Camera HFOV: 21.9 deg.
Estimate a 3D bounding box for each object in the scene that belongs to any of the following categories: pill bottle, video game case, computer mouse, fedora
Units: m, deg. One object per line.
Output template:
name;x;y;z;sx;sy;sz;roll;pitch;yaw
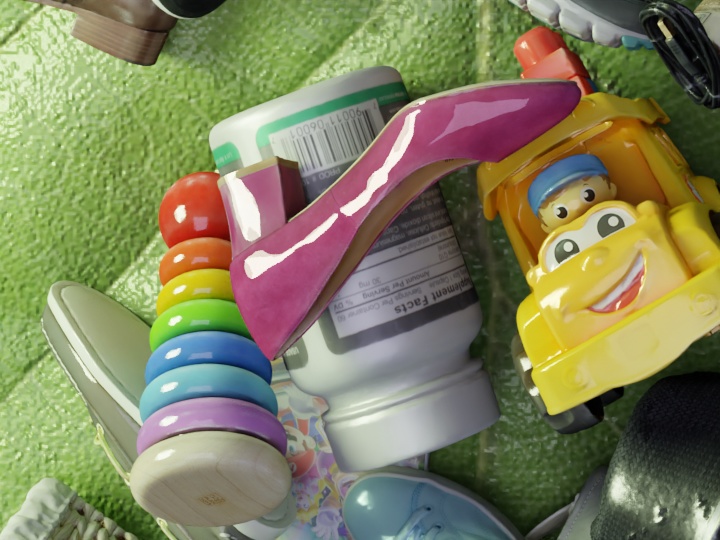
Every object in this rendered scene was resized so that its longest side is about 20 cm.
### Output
pill bottle;0.000;0.000;1.010;0.112;0.113;0.201;-18;91;13
video game case;-0.031;0.127;1.104;0.142;0.018;0.201;6;103;8
computer mouse;0.207;-0.058;0.968;0.034;0.059;0.200;-45;101;-14
fedora;0.183;0.109;0.982;0.091;0.200;0.202;26;106;21

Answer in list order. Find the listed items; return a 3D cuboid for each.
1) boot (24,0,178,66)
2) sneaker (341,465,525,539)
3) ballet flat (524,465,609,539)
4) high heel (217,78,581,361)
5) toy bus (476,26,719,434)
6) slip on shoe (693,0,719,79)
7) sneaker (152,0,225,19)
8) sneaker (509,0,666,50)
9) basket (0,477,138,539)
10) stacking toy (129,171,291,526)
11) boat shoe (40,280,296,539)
boot;-0.151;-0.238;1.020;0.185;0.064;0.201;23;109;-9
sneaker;0.060;0.174;1.021;0.200;0.082;0.074;34;100;25
ballet flat;0.102;0.198;1.082;0.064;0.067;0.200;44;107;27
high heel;0.022;-0.027;0.906;0.199;0.067;0.097;-17;81;17
toy bus;0.121;-0.033;0.955;0.135;0.200;0.193;-29;88;15
slip on shoe;0.253;-0.074;0.988;0.200;0.076;0.061;45;75;-3
sneaker;-0.040;-0.207;0.957;0.073;0.112;0.201;28;101;-32
sneaker;0.089;-0.190;0.986;0.199;0.078;0.092;31;102;0
basket;-0.183;0.265;1.063;0.160;0.198;0.201;29;114;-1
stacking toy;-0.082;0.035;1.024;0.085;0.085;0.201;-11;56;12
boat shoe;-0.122;0.091;1.072;0.202;0.072;0.060;47;117;16
